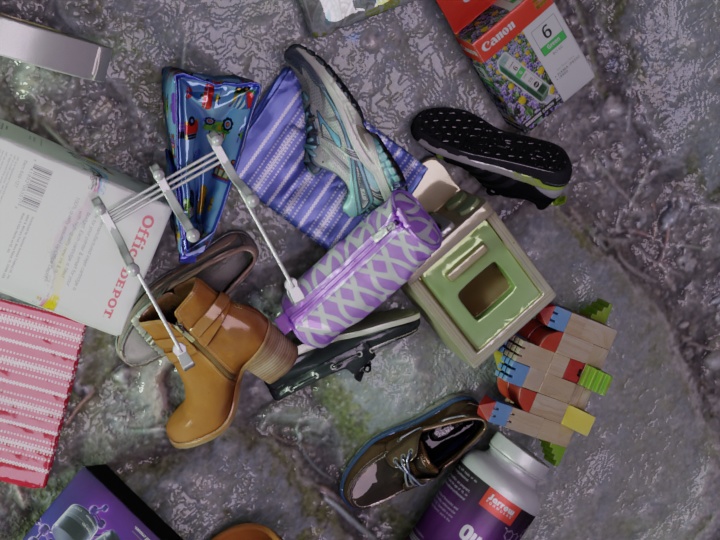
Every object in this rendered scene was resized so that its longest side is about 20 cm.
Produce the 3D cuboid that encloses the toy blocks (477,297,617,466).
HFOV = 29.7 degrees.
[{"bbox_3d":[0.209,0.113,1.586,0.136,0.100,0.202,21,95,-30],"label":"toy blocks"}]

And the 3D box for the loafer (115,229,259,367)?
[{"bbox_3d":[-0.193,0.032,1.503,0.200,0.063,0.072,-43,107,-3],"label":"loafer"}]

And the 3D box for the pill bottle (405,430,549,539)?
[{"bbox_3d":[0.138,0.295,1.612,0.112,0.112,0.201,34,91,-17],"label":"pill bottle"}]

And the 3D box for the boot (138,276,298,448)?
[{"bbox_3d":[-0.184,0.101,1.475,0.199,0.077,0.155,-36,125,27],"label":"boot"}]

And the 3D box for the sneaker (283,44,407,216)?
[{"bbox_3d":[-0.034,-0.148,1.461,0.086,0.078,0.201,-33,94,5],"label":"sneaker"}]

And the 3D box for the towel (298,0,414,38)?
[{"bbox_3d":[0.011,-0.369,1.487,0.198,0.048,0.173,-21,104,-9],"label":"towel"}]

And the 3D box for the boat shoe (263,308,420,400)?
[{"bbox_3d":[-0.020,0.099,1.552,0.197,0.074,0.067,-18,99,-7],"label":"boat shoe"}]

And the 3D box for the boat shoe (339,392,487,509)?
[{"bbox_3d":[0.062,0.216,1.598,0.199,0.072,0.073,-38,107,-5],"label":"boat shoe"}]

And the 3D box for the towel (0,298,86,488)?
[{"bbox_3d":[-0.393,0.134,1.494,0.143,0.022,0.203,15,95,-14],"label":"towel"}]

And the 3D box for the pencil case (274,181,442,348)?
[{"bbox_3d":[0.000,0.000,1.463,0.200,0.085,0.084,-44,81,24],"label":"pencil case"}]

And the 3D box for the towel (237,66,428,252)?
[{"bbox_3d":[-0.041,-0.115,1.508,0.199,0.024,0.146,36,91,-1],"label":"towel"}]

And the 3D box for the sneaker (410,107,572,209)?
[{"bbox_3d":[0.146,-0.117,1.556,0.198,0.072,0.083,21,138,1],"label":"sneaker"}]

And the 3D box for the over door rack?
[{"bbox_3d":[-0.155,-0.015,1.344,0.147,0.067,0.202,-29,106,-6],"label":"over door rack"}]

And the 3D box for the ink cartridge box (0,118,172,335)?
[{"bbox_3d":[-0.316,-0.047,1.414,0.198,0.145,0.149,23,96,-17],"label":"ink cartridge box"}]

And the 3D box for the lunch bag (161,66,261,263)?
[{"bbox_3d":[-0.169,-0.107,1.437,0.093,0.151,0.203,5,99,-14],"label":"lunch bag"}]

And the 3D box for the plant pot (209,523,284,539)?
[{"bbox_3d":[-0.115,0.410,1.539,0.200,0.200,0.140,-48,124,-1],"label":"plant pot"}]

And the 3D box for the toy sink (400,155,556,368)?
[{"bbox_3d":[0.107,-0.012,1.545,0.130,0.112,0.201,-39,107,-4],"label":"toy sink"}]

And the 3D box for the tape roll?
[{"bbox_3d":[-0.345,-0.232,1.343,0.200,0.203,0.038,15,97,-16],"label":"tape roll"}]

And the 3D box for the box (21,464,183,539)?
[{"bbox_3d":[-0.268,0.333,1.493,0.199,0.079,0.142,40,92,11],"label":"box"}]

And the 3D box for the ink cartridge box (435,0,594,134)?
[{"bbox_3d":[0.171,-0.266,1.525,0.109,0.050,0.201,-39,121,-5],"label":"ink cartridge box"}]
